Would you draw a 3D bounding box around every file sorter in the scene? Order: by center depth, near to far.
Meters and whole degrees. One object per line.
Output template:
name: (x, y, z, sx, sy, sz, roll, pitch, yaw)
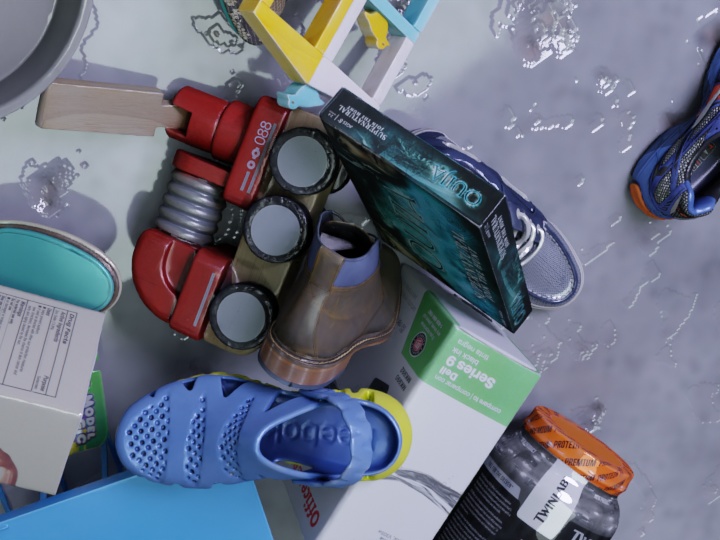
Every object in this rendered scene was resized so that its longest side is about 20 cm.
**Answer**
file sorter: (-0.172, 0.193, 0.890, 0.199, 0.123, 0.140, -18, 111, -7)

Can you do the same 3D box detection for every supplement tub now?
supplement tub: (0.128, 0.219, 0.969, 0.122, 0.123, 0.201, 29, 99, -20)

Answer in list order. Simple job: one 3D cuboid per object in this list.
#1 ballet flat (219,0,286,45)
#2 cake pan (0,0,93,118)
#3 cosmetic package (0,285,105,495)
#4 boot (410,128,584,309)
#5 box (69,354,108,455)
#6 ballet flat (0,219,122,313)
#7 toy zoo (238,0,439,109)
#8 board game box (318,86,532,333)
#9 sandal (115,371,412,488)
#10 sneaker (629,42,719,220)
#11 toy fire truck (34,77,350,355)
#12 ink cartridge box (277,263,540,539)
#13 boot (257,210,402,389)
ballet flat: (-0.074, -0.251, 0.792, 0.068, 0.075, 0.201, -37, 119, -49)
cake pan: (-0.267, -0.189, 0.736, 0.199, 0.037, 0.202, -8, 108, -27)
cosmetic package: (-0.280, 0.063, 0.775, 0.199, 0.104, 0.088, 17, 126, -13)
boot: (0.107, -0.026, 0.902, 0.200, 0.090, 0.073, 37, 96, -21)
box: (-0.289, 0.085, 0.864, 0.199, 0.048, 0.118, -6, 102, -9)
ballet flat: (-0.265, -0.010, 0.831, 0.199, 0.070, 0.070, 9, 105, -9)
toy zoo: (-0.002, -0.197, 0.807, 0.131, 0.020, 0.201, 36, 80, -42)
board game box: (0.050, -0.035, 0.811, 0.028, 0.135, 0.200, -50, 156, -9)
sandal: (-0.065, 0.107, 0.780, 0.198, 0.087, 0.080, -3, 89, 1)
sneaker: (0.298, -0.117, 0.924, 0.075, 0.078, 0.201, 29, 99, -21)
toy fire truck: (-0.126, -0.053, 0.837, 0.199, 0.129, 0.177, 23, 98, 6)
ink cartridge box: (0.030, 0.117, 0.899, 0.084, 0.146, 0.201, 29, 99, -20)
boot: (0.000, 0.000, 0.828, 0.074, 0.200, 0.097, 26, 118, 7)
